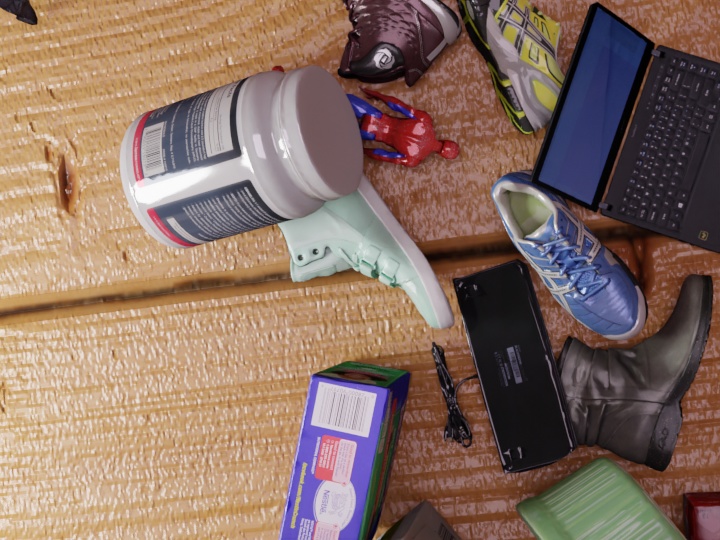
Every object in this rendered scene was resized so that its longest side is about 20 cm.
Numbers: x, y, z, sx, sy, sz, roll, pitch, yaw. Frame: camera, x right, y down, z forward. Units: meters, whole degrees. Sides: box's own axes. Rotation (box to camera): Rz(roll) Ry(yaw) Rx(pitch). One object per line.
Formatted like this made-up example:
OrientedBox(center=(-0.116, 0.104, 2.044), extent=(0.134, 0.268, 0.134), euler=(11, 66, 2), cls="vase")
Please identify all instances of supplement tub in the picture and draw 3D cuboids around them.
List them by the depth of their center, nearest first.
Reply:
OrientedBox(center=(-0.113, -0.107, 1.076), extent=(0.200, 0.140, 0.141), euler=(-13, 87, 26), cls="supplement tub")

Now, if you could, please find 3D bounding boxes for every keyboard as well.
OrientedBox(center=(0.129, 0.099, 1.111), extent=(0.127, 0.021, 0.200), euler=(-17, 77, 17), cls="keyboard")

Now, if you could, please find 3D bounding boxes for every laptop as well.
OrientedBox(center=(0.281, -0.130, 1.064), extent=(0.200, 0.103, 0.177), euler=(19, 92, 8), cls="laptop")

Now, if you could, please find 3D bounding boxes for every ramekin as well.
OrientedBox(center=(0.239, 0.265, 1.022), extent=(0.098, 0.200, 0.200), euler=(-37, 85, -2), cls="ramekin")

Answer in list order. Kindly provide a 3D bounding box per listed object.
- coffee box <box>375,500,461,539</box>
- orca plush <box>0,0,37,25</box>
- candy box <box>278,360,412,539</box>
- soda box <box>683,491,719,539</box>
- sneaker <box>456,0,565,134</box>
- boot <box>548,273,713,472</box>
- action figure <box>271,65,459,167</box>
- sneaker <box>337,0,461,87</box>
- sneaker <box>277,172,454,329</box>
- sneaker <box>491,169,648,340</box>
OrientedBox(center=(0.042, 0.363, 1.041), extent=(0.198, 0.200, 0.200), euler=(-41, 84, 6), cls="coffee box")
OrientedBox(center=(-0.345, -0.358, 1.188), extent=(0.105, 0.071, 0.200), euler=(-1, 95, -37), cls="orca plush")
OrientedBox(center=(-0.011, 0.175, 1.052), extent=(0.077, 0.200, 0.169), euler=(12, 91, 6), cls="candy box")
OrientedBox(center=(0.408, 0.241, 1.058), extent=(0.200, 0.070, 0.064), euler=(-4, 90, 8), cls="soda box")
OrientedBox(center=(0.150, -0.236, 1.106), extent=(0.076, 0.075, 0.200), euler=(-24, 96, 0), cls="sneaker")
OrientedBox(center=(0.255, 0.085, 1.087), extent=(0.130, 0.068, 0.200), euler=(17, 90, 13), cls="boot")
OrientedBox(center=(0.004, -0.149, 1.130), extent=(0.200, 0.052, 0.066), euler=(20, 96, 8), cls="action figure")
OrientedBox(center=(-0.008, -0.255, 1.122), extent=(0.200, 0.076, 0.116), euler=(37, 97, 6), cls="sneaker")
OrientedBox(center=(0.000, 0.000, 1.114), extent=(0.118, 0.074, 0.200), euler=(-37, 75, -1), cls="sneaker")
OrientedBox(center=(0.189, -0.013, 1.070), extent=(0.076, 0.077, 0.200), euler=(-46, 71, 18), cls="sneaker")
